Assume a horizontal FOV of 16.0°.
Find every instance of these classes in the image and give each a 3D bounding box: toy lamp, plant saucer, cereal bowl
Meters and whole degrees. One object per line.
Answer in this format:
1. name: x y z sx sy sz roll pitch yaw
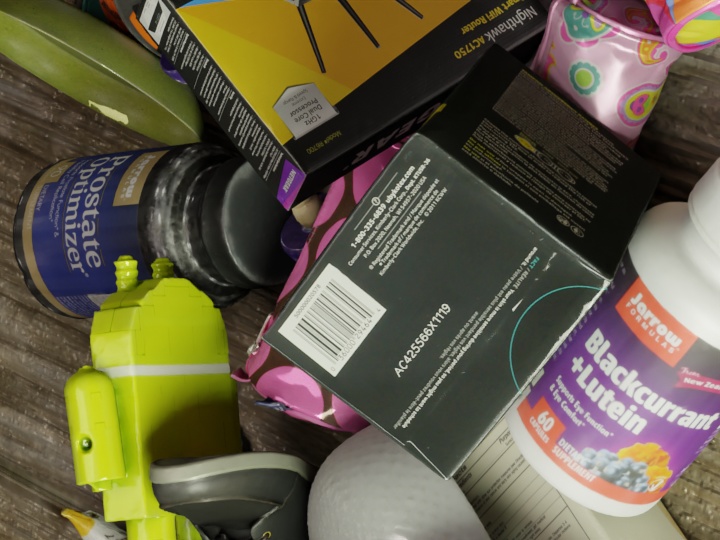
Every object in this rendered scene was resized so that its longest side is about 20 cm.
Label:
1. toy lamp: -0.053 -0.069 1.611 0.058 0.058 0.201 -1 133 42
2. plant saucer: -0.184 -0.143 1.721 0.199 0.200 0.031 24 81 39
3. cereal bowl: 0.023 0.196 1.542 0.201 0.083 0.201 57 162 29

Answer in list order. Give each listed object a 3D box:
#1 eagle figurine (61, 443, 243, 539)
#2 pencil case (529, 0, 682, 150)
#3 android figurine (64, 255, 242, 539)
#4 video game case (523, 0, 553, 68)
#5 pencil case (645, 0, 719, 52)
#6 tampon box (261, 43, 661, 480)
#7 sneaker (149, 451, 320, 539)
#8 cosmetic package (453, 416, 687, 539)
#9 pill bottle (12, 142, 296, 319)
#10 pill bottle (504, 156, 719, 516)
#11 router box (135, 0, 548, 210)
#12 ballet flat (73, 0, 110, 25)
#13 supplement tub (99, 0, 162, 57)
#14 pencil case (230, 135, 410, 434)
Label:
1. eagle figurine: -0.136 0.192 1.729 0.151 0.200 0.152 -22 106 13
2. pencil case: 0.115 -0.071 1.506 0.087 0.087 0.201 42 118 33
3. android figurine: -0.124 0.090 1.608 0.041 0.182 0.202 -9 87 26
4. video game case: 0.052 -0.219 1.599 0.181 0.022 0.202 4 95 42
5. pencil case: 0.172 -0.226 1.447 0.088 0.088 0.201 -32 73 39
6. tampon box: 0.060 -0.010 1.390 0.126 0.200 0.150 37 112 1
7. sneaker: -0.065 0.170 1.582 0.074 0.200 0.107 -6 78 25
8. cosmetic package: 0.124 0.161 1.521 0.105 0.071 0.201 -49 62 35
9. pill bottle: -0.131 -0.027 1.716 0.199 0.111 0.113 -5 89 43
10. pill bottle: 0.176 0.034 1.439 0.112 0.111 0.200 53 124 27
11. router box: -0.008 -0.146 1.494 0.149 0.199 0.051 51 151 10
12. ballet flat: -0.145 -0.251 1.758 0.201 0.067 0.075 -61 33 20
13. supplement tub: -0.081 -0.198 1.635 0.199 0.122 0.124 -7 88 57
14. pencil case: 0.000 0.000 1.585 0.093 0.091 0.201 26 93 16
